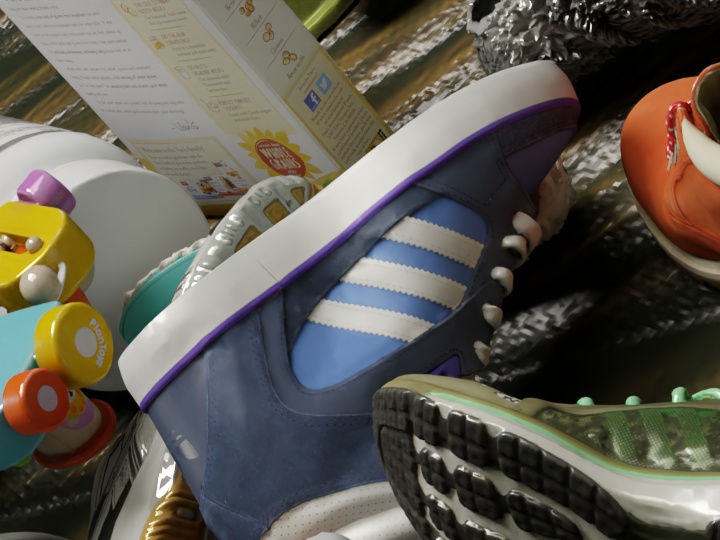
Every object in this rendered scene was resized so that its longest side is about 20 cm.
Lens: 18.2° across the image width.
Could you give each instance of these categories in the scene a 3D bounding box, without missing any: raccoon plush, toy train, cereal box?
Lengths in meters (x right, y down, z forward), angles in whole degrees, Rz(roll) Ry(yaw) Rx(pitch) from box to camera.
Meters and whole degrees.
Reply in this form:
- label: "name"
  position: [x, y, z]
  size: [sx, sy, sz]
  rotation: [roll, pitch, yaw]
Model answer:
- label: "raccoon plush"
  position: [0.121, -0.095, 0.871]
  size: [0.096, 0.135, 0.200]
  rotation: [-19, 45, -39]
- label: "toy train"
  position: [-0.154, 0.042, 0.861]
  size: [0.150, 0.056, 0.200]
  rotation: [-39, 30, 5]
- label: "cereal box"
  position: [-0.084, -0.101, 0.970]
  size: [0.144, 0.200, 0.040]
  rotation: [4, 52, 49]

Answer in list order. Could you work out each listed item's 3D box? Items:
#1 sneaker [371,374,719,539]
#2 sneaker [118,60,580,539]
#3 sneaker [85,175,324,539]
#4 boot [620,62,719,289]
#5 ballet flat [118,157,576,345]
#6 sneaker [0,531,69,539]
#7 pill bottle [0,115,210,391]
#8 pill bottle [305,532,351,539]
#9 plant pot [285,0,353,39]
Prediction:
- label: "sneaker"
  position: [0.097, 0.065, 0.674]
  size: [0.199, 0.077, 0.089]
  rotation: [15, 36, 29]
- label: "sneaker"
  position: [0.032, 0.035, 0.770]
  size: [0.200, 0.147, 0.081]
  rotation: [-35, -10, -19]
- label: "sneaker"
  position: [-0.064, 0.058, 0.834]
  size: [0.088, 0.075, 0.201]
  rotation: [-10, 57, 56]
- label: "boot"
  position: [0.132, -0.040, 0.746]
  size: [0.075, 0.107, 0.200]
  rotation: [-44, 29, -2]
- label: "ballet flat"
  position: [0.000, 0.000, 0.892]
  size: [0.199, 0.072, 0.072]
  rotation: [-21, 35, 25]
- label: "sneaker"
  position: [-0.155, 0.191, 0.791]
  size: [0.199, 0.076, 0.115]
  rotation: [-42, 48, 27]
- label: "pill bottle"
  position: [-0.154, -0.010, 1.016]
  size: [0.114, 0.114, 0.200]
  rotation: [-50, 32, -16]
- label: "pill bottle"
  position: [-0.046, 0.180, 0.648]
  size: [0.200, 0.116, 0.116]
  rotation: [-41, 30, -1]
- label: "plant pot"
  position: [-0.111, -0.207, 1.151]
  size: [0.200, 0.184, 0.201]
  rotation: [-28, 33, 21]
